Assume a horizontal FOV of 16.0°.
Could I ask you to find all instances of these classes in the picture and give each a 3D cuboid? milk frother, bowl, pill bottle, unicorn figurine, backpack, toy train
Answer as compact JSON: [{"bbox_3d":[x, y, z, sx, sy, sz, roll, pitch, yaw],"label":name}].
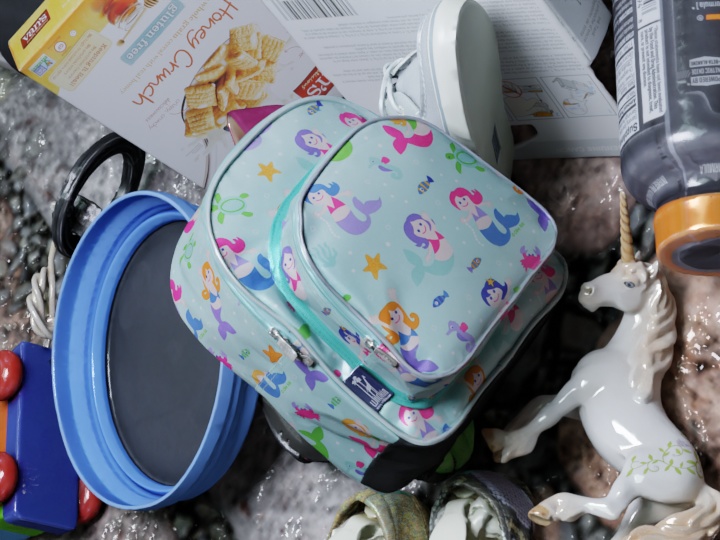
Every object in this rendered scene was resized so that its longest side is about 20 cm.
[{"bbox_3d":[-0.222,-0.135,1.739,0.187,0.180,0.201,21,76,39],"label":"milk frother"},{"bbox_3d":[-0.129,0.052,1.628,0.200,0.039,0.202,-8,80,52],"label":"bowl"},{"bbox_3d":[0.196,-0.101,1.447,0.106,0.106,0.201,-16,64,33],"label":"pill bottle"},{"bbox_3d":[0.140,0.082,1.443,0.137,0.074,0.201,-29,71,0],"label":"unicorn figurine"},{"bbox_3d":[0.000,0.000,1.442,0.200,0.151,0.178,37,55,7],"label":"backpack"},{"bbox_3d":[-0.236,0.086,1.739,0.115,0.084,0.201,-24,58,44],"label":"toy train"}]

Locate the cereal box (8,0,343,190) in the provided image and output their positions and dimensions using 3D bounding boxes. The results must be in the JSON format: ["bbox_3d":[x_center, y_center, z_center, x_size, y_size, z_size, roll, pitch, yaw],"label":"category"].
[{"bbox_3d":[-0.104,-0.139,1.637,0.144,0.200,0.040,-46,40,15],"label":"cereal box"}]

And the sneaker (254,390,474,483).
[{"bbox_3d":[-0.005,0.085,1.565,0.200,0.076,0.084,29,109,45],"label":"sneaker"}]

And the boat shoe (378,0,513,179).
[{"bbox_3d":[0.044,-0.090,1.498,0.071,0.201,0.070,7,63,13],"label":"boat shoe"}]

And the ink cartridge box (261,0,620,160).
[{"bbox_3d":[0.061,-0.134,1.533,0.199,0.174,0.044,0,56,38],"label":"ink cartridge box"}]

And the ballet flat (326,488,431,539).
[{"bbox_3d":[-0.019,0.220,1.515,0.070,0.071,0.201,20,86,41],"label":"ballet flat"}]

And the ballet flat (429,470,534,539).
[{"bbox_3d":[0.060,0.208,1.456,0.072,0.072,0.202,-12,66,35],"label":"ballet flat"}]

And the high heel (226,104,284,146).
[{"bbox_3d":[-0.054,-0.028,1.584,0.200,0.095,0.068,-77,-2,-53],"label":"high heel"}]
